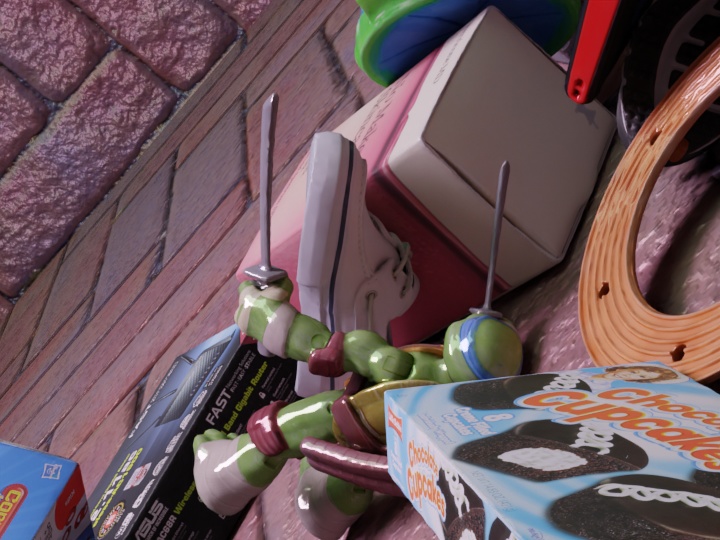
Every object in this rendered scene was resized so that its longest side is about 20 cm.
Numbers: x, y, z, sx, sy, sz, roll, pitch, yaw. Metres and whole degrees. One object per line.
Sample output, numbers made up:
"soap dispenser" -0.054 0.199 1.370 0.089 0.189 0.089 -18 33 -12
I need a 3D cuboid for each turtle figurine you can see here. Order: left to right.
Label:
"turtle figurine" 0.003 0.040 0.753 0.144 0.200 0.194 -15 -22 -49

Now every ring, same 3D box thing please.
"ring" 0.163 -0.036 0.636 0.201 0.019 0.201 -51 22 29

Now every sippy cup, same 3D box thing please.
"sippy cup" 0.055 -0.196 0.915 0.139 0.131 0.178 -12 -20 6

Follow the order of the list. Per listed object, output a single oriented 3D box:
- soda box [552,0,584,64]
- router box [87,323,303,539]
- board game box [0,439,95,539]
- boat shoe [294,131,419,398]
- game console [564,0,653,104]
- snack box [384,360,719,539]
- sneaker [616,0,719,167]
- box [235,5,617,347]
"soda box" 0.178 -0.240 1.030 0.200 0.070 0.063 -50 14 3
"router box" -0.121 0.133 1.028 0.150 0.062 0.200 -30 25 55
"board game box" -0.213 0.237 0.849 0.200 0.056 0.196 -65 -19 -44
"boat shoe" 0.000 0.000 0.823 0.200 0.066 0.074 95 179 -54
"game console" 0.157 -0.196 0.739 0.200 0.031 0.177 -53 -22 -48
"snack box" 0.085 0.073 0.495 0.200 0.116 0.037 -144 50 -75
"sneaker" 0.187 -0.130 0.783 0.200 0.074 0.080 -61 -9 -22
"box" 0.037 -0.042 0.898 0.200 0.109 0.128 -34 21 47
